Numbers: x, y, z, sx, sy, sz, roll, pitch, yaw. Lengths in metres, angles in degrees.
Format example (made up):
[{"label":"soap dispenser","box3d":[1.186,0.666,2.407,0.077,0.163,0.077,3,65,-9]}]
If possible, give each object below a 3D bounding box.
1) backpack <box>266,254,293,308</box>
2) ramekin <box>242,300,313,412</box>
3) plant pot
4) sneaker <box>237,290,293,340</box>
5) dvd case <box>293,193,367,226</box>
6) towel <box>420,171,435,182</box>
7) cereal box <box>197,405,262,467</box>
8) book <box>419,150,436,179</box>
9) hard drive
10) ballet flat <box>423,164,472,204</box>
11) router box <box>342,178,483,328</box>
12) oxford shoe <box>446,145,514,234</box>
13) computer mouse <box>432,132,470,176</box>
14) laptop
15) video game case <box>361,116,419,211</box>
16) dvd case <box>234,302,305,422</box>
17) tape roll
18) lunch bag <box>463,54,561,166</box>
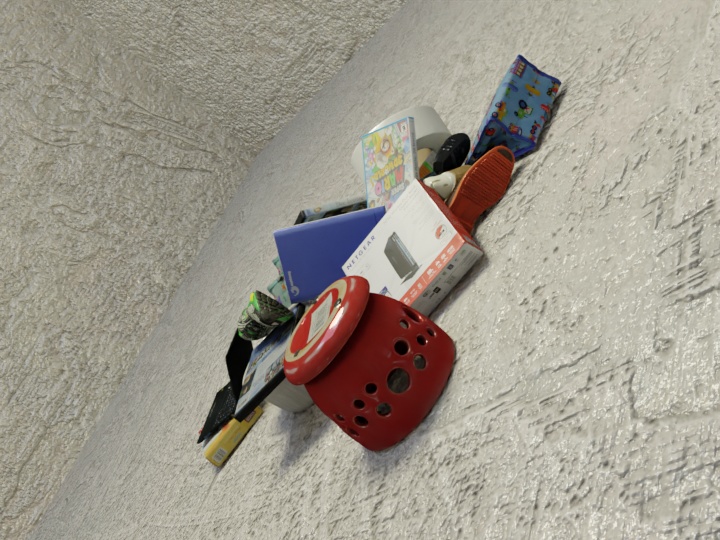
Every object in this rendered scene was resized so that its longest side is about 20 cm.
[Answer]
[{"label":"backpack","box3d":[-0.085,0.013,1.773,0.177,0.151,0.200,-20,-18,-45]},{"label":"ramekin","box3d":[-0.112,0.159,1.648,0.200,0.105,0.200,-47,18,20]},{"label":"plant pot","box3d":[0.002,0.123,1.282,0.201,0.182,0.201,-49,16,19]},{"label":"sneaker","box3d":[-0.172,0.089,1.605,0.086,0.078,0.200,-61,7,-9]},{"label":"dvd case","box3d":[-0.042,-0.105,1.806,0.199,0.018,0.143,-17,-16,-23]},{"label":"towel","box3d":[0.113,-0.099,1.642,0.146,0.022,0.201,-27,39,46]},{"label":"cereal box","box3d":[-0.272,0.310,1.886,0.144,0.039,0.200,-53,16,-5]},{"label":"book","box3d":[0.105,-0.123,1.749,0.200,0.048,0.134,-50,20,11]},{"label":"hard drive","box3d":[-0.040,-0.026,1.582,0.198,0.133,0.025,-12,9,8]},{"label":"ballet flat","box3d":[0.118,-0.111,1.552,0.200,0.072,0.068,-51,38,-1]},{"label":"router box","box3d":[0.077,-0.015,1.452,0.200,0.049,0.180,-50,42,17]},{"label":"oxford shoe","box3d":[0.177,-0.120,1.501,0.200,0.071,0.073,-53,12,2]},{"label":"computer mouse","box3d":[0.123,-0.165,1.590,0.034,0.059,0.200,32,71,30]},{"label":"laptop","box3d":[-0.282,0.219,1.863,0.200,0.103,0.178,-40,16,23]},{"label":"video game case","box3d":[0.056,-0.162,1.657,0.143,0.018,0.202,-12,81,53]},{"label":"dvd case","box3d":[-0.151,0.152,1.551,0.143,0.018,0.200,-45,17,23]},{"label":"tape roll","box3d":[0.082,-0.233,1.803,0.202,0.071,0.203,-30,-17,-10]},{"label":"lunch bag","box3d":[0.240,-0.247,1.586,0.151,0.094,0.200,-64,9,-27]}]
